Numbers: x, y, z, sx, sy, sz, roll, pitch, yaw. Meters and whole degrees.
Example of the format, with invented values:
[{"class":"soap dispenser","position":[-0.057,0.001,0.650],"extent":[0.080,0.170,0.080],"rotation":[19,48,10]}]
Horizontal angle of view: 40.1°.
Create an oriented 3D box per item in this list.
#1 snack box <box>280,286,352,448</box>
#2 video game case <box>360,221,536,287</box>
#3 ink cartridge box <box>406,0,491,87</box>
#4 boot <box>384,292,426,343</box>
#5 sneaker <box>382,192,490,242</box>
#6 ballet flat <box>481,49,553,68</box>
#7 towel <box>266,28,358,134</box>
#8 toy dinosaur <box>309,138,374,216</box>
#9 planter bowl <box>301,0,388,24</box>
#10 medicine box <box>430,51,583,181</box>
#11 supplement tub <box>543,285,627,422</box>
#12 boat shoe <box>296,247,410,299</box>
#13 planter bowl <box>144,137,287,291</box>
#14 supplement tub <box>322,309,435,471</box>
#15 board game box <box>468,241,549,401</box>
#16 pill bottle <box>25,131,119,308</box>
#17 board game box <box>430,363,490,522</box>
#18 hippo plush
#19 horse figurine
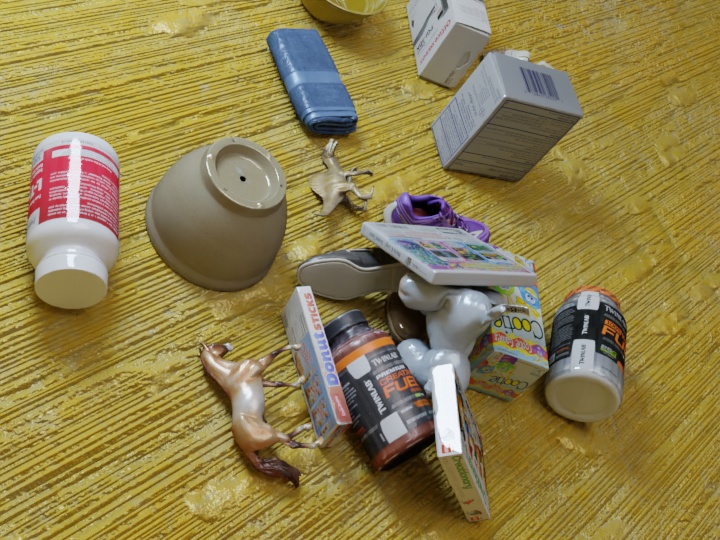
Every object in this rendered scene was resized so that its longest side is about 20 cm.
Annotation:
[{"class":"snack box","position":[-0.061,0.126,1.302],"extent":[0.024,0.072,0.203],"rotation":[-3,59,-29]},{"class":"video game case","position":[0.125,-0.023,1.413],"extent":[0.197,0.024,0.182],"rotation":[3,22,-37]},{"class":"ink cartridge box","position":[0.164,-0.476,1.875],"extent":[0.081,0.147,0.203],"rotation":[13,50,-25]},{"class":"boot","position":[0.090,0.026,1.487],"extent":[0.073,0.076,0.202],"rotation":[31,46,-14]},{"class":"sneaker","position":[0.134,-0.075,1.589],"extent":[0.197,0.084,0.082],"rotation":[12,51,-29]},{"class":"ballet flat","position":[0.342,-0.411,2.010],"extent":[0.197,0.065,0.071],"rotation":[24,46,-18]},{"class":"towel","position":[-0.083,-0.315,1.646],"extent":[0.110,0.049,0.203],"rotation":[-5,61,-38]},{"class":"toy dinosaur","position":[-0.033,-0.123,1.542],"extent":[0.099,0.059,0.202],"rotation":[12,42,-8]},{"class":"planter bowl","position":[-0.052,-0.512,1.795],"extent":[0.197,0.084,0.203],"rotation":[19,48,-22]},{"class":"medicine box","position":[0.254,-0.264,1.735],"extent":[0.179,0.200,0.105],"rotation":[6,55,-31]},{"class":"supplement tub","position":[0.360,0.128,1.564],"extent":[0.121,0.123,0.202],"rotation":[30,45,-12]},{"class":"boat shoe","position":[0.000,0.000,1.442],"extent":[0.196,0.068,0.057],"rotation":[0,28,-14]},{"class":"planter bowl","position":[-0.180,-0.094,1.344],"extent":[0.197,0.135,0.203],"rotation":[18,49,-22]},{"class":"supplement tub","position":[0.019,0.155,1.312],"extent":[0.106,0.107,0.202],"rotation":[-16,68,-42]},{"class":"board game box","position":[0.209,0.078,1.509],"extent":[0.103,0.103,0.203],"rotation":[18,48,-22]},{"class":"pill bottle","position":[-0.352,-0.061,1.212],"extent":[0.110,0.112,0.203],"rotation":[11,51,-28]},{"class":"board game box","position":[0.132,0.230,1.295],"extent":[0.034,0.201,0.128],"rotation":[-11,52,12]},{"class":"hippo plush","position":[0.132,0.101,1.378],"extent":[0.198,0.164,0.158],"rotation":[19,8,35]},{"class":"horse figurine","position":[-0.122,0.172,1.235],"extent":[0.130,0.050,0.204],"rotation":[-4,65,-23]}]
